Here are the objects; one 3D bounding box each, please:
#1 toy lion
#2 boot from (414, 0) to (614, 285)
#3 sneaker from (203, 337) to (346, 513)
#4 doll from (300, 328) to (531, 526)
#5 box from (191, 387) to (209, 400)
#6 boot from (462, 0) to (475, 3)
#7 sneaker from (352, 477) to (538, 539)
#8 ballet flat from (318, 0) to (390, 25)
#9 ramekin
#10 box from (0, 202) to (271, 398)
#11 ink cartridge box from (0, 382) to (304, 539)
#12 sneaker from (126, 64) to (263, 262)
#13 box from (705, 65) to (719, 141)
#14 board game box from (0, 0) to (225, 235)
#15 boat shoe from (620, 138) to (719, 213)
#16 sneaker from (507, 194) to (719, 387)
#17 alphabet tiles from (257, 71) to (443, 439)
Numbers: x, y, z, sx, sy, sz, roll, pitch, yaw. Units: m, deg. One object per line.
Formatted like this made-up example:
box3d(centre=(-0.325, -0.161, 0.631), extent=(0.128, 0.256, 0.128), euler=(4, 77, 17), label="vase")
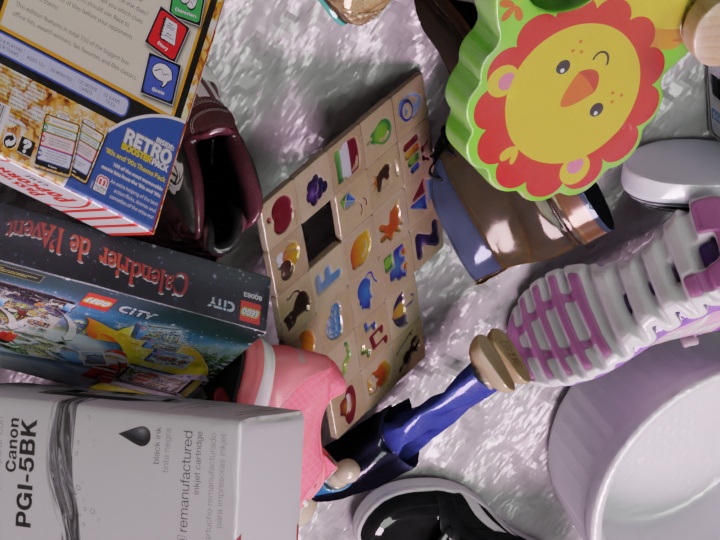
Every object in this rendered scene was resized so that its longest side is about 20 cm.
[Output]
box3d(centre=(0.125, -0.140, 1.583), extent=(0.191, 0.069, 0.200), euler=(-38, 135, -3), label="toy lion")
box3d(centre=(0.066, -0.083, 1.687), extent=(0.097, 0.075, 0.200), euler=(-30, 104, 16), label="boot")
box3d(centre=(-0.058, 0.136, 1.662), extent=(0.086, 0.074, 0.201), euler=(5, 114, -21), label="sneaker")
box3d(centre=(0.018, 0.112, 1.783), extent=(0.200, 0.049, 0.136), euler=(-35, 173, 17), label="doll")
box3d(centre=(-0.136, 0.134, 1.724), extent=(0.200, 0.078, 0.095), euler=(-41, 129, 1), label="box")
box3d(centre=(0.072, -0.229, 1.561), extent=(0.200, 0.144, 0.073), euler=(48, 53, -39), label="boot")
box3d(centre=(0.093, 0.213, 1.872), extent=(0.200, 0.112, 0.073), euler=(25, 105, -37), label="sneaker")
box3d(centre=(-0.038, -0.226, 1.543), extent=(0.065, 0.071, 0.200), euler=(-31, 123, 19), label="ballet flat")
box3d(centre=(0.227, 0.129, 1.899), extent=(0.200, 0.098, 0.201), euler=(-14, 125, -21), label="ramekin")
box3d(centre=(-0.170, 0.021, 1.590), extent=(0.199, 0.038, 0.137), euler=(16, 150, -22), label="box")
box3d(centre=(-0.141, 0.146, 1.589), extent=(0.083, 0.199, 0.147), euler=(-2, 95, -65), label="ink cartridge box")
box3d(centre=(-0.105, -0.016, 1.622), extent=(0.075, 0.116, 0.201), euler=(-9, 122, -23), label="sneaker")
box3d(centre=(0.284, -0.177, 1.762), extent=(0.116, 0.060, 0.201), euler=(-19, 126, -17), label="box")
box3d(centre=(-0.153, -0.140, 1.504), extent=(0.151, 0.046, 0.201), euler=(28, 72, -37), label="board game box")
box3d(centre=(0.255, -0.046, 1.827), extent=(0.199, 0.072, 0.068), euler=(-4, 120, -34), label="boat shoe")
box3d(centre=(0.191, 0.024, 1.801), extent=(0.200, 0.081, 0.088), euler=(-28, 155, 27), label="sneaker")
box3d(centre=(0.000, 0.000, 1.707), extent=(0.167, 0.008, 0.201), euler=(-42, 137, -39), label="alphabet tiles")
